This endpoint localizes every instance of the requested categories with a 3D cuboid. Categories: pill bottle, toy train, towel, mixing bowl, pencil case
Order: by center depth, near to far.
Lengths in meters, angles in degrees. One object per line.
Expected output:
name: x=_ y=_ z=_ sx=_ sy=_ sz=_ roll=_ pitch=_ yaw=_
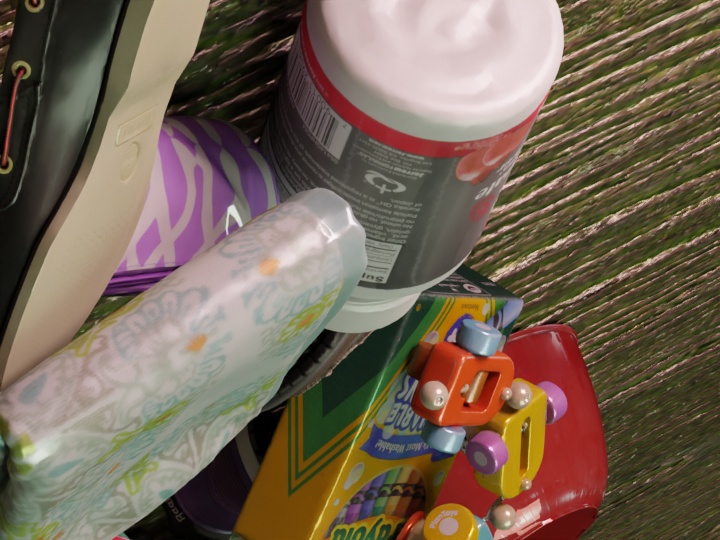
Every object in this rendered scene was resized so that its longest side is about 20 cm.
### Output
towel: x=-0.088 y=0.057 z=1.083 sx=0.171 sy=0.048 sz=0.200 roll=-37 pitch=170 yaw=-27
pencil case: x=-0.119 y=-0.021 z=1.104 sx=0.199 sy=0.086 sz=0.084 roll=-9 pitch=148 yaw=-50
pill bottle: x=0.012 y=-0.056 z=1.185 sx=0.110 sy=0.111 sz=0.200 roll=-23 pitch=157 yaw=-26
toy train: x=0.042 y=0.113 z=1.455 sx=0.150 sy=0.055 sz=0.201 roll=-5 pitch=117 yaw=-55
mixing bowl: x=0.085 y=0.138 z=1.737 sx=0.199 sy=0.109 sz=0.200 roll=-28 pitch=159 yaw=-12

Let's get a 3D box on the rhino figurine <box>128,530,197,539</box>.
rhino figurine: x=-0.088 y=0.213 z=1.669 sx=0.060 sy=0.088 sz=0.200 roll=-33 pitch=160 yaw=1

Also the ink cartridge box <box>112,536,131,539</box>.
ink cartridge box: x=-0.191 y=0.195 z=1.220 sx=0.144 sy=0.085 sz=0.200 roll=19 pitch=134 yaw=-20

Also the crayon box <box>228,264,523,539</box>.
crayon box: x=0.005 y=0.094 z=1.484 sx=0.125 sy=0.051 sz=0.201 roll=3 pitch=114 yaw=-59

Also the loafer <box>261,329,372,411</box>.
loafer: x=0.000 y=0.000 z=1.343 sx=0.200 sy=0.073 sz=0.071 roll=-44 pitch=156 yaw=26

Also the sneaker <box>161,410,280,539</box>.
sneaker: x=-0.054 y=0.135 z=1.595 sx=0.087 sy=0.076 sz=0.200 roll=-29 pitch=155 yaw=16

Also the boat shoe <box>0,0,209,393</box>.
boat shoe: x=-0.112 y=-0.049 z=0.993 sx=0.074 sy=0.063 sz=0.202 roll=-32 pitch=144 yaw=-66

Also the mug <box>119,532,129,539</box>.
mug: x=-0.188 y=0.200 z=1.381 sx=0.186 sy=0.152 sz=0.114 roll=-58 pitch=-175 yaw=18
